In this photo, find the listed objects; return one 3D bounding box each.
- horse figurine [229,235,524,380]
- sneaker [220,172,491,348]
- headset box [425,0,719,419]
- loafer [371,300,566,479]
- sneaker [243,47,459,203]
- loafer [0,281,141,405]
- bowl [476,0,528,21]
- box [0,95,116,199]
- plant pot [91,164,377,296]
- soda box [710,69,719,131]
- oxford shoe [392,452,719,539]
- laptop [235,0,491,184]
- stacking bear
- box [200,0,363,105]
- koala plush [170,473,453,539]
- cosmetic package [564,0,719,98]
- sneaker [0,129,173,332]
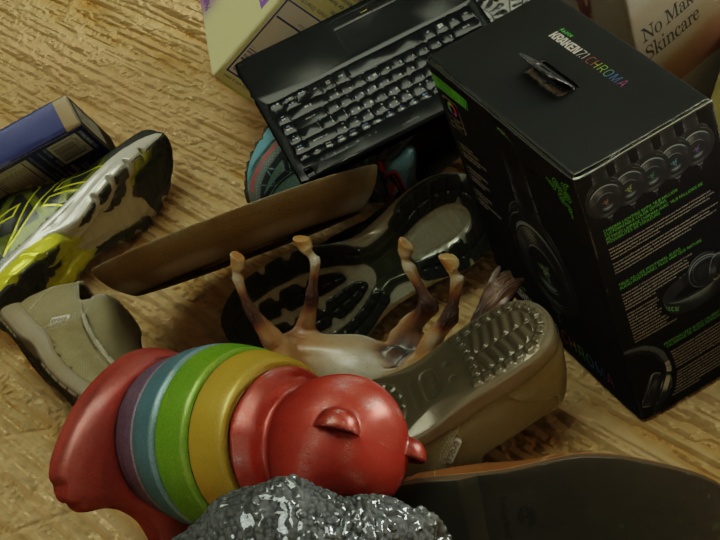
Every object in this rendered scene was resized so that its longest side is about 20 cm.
[{"bbox_3d":[0.001,0.043,1.034,0.199,0.133,0.050,-1,27,6],"label":"horse figurine"},{"bbox_3d":[0.000,0.000,1.132,0.200,0.077,0.089,-26,7,-2],"label":"sneaker"},{"bbox_3d":[0.137,-0.046,0.990,0.093,0.200,0.174,-30,39,-10],"label":"headset box"},{"bbox_3d":[0.038,0.095,0.982,0.200,0.068,0.076,-31,35,16],"label":"loafer"},{"bbox_3d":[0.009,-0.086,1.200,0.200,0.079,0.096,-28,48,5],"label":"sneaker"},{"bbox_3d":[-0.173,0.056,1.111,0.068,0.076,0.200,-41,40,-13],"label":"loafer"},{"bbox_3d":[0.140,-0.214,1.234,0.094,0.201,0.201,-1,34,-17],"label":"bowl"},{"bbox_3d":[-0.288,-0.060,1.278,0.200,0.121,0.032,-30,79,1],"label":"box"},{"bbox_3d":[-0.078,-0.022,1.104,0.200,0.028,0.200,-21,1,0],"label":"plant pot"},{"bbox_3d":[0.260,-0.084,1.081,0.064,0.068,0.200,2,44,26],"label":"soda box"},{"bbox_3d":[0.107,0.127,0.914,0.199,0.072,0.071,0,9,15],"label":"oxford shoe"},{"bbox_3d":[0.018,-0.141,1.135,0.177,0.103,0.200,-26,56,-5],"label":"laptop"},{"bbox_3d":[-0.057,0.096,0.927,0.200,0.121,0.114,-3,62,45],"label":"stacking bear"},{"bbox_3d":[-0.027,-0.241,1.320,0.200,0.097,0.176,-46,32,21],"label":"box"},{"bbox_3d":[-0.016,0.219,0.791,0.177,0.184,0.200,-16,50,8],"label":"koala plush"},{"bbox_3d":[0.183,-0.176,1.120,0.103,0.200,0.087,-41,43,-22],"label":"cosmetic package"},{"bbox_3d":[-0.224,-0.046,1.257,0.085,0.075,0.200,30,60,28],"label":"sneaker"}]
